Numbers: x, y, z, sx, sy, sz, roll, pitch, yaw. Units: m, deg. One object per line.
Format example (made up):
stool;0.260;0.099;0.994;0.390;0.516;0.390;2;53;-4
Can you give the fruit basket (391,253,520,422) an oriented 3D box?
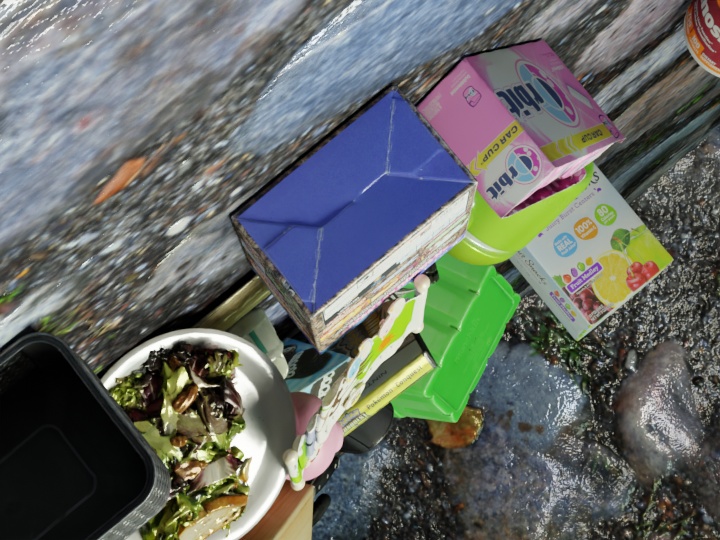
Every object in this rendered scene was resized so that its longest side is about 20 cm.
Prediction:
fruit basket;0.052;0.054;2.035;0.215;0.216;0.155;-40;144;5

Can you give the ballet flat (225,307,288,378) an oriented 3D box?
ballet flat;-0.097;0.083;1.728;0.069;0.070;0.200;-38;172;-8

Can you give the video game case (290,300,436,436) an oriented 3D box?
video game case;-0.023;0.100;1.886;0.180;0.026;0.200;-38;-152;5

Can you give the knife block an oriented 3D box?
knife block;-0.073;0.228;1.645;0.174;0.200;0.065;-10;117;-24

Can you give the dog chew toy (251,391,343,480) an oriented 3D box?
dog chew toy;-0.110;0.146;1.610;0.198;0.126;0.125;2;153;-22

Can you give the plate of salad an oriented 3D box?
plate of salad;-0.139;0.147;1.502;0.199;0.201;0.048;-38;-153;-13

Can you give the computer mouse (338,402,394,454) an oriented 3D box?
computer mouse;-0.064;0.157;1.925;0.141;0.199;0.046;-51;131;-13

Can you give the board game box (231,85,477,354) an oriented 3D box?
board game box;-0.003;-0.034;1.422;0.159;0.097;0.200;-39;172;-6

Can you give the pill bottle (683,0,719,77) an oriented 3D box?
pill bottle;0.416;-0.286;1.913;0.113;0.113;0.200;-37;170;-18

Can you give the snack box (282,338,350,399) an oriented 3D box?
snack box;-0.111;0.139;1.795;0.199;0.037;0.116;-33;-155;-27

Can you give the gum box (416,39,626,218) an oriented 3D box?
gum box;0.137;-0.121;1.528;0.066;0.114;0.200;-43;171;26

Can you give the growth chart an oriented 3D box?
growth chart;-0.004;0.094;1.536;0.201;0.018;0.145;-52;169;-7

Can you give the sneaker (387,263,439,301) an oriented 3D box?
sneaker;0.000;0.000;1.732;0.085;0.079;0.199;-35;165;36

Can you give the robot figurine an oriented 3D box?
robot figurine;0.135;-0.085;1.700;0.200;0.116;0.175;-45;169;34

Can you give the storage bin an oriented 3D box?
storage bin;-0.238;0.152;1.215;0.199;0.136;0.094;-39;171;-7

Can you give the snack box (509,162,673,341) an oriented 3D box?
snack box;0.234;-0.043;2.069;0.142;0.201;0.053;-35;171;-26

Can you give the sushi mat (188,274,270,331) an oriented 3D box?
sushi mat;-0.085;0.012;1.588;0.199;0.012;0.096;-40;173;-1
